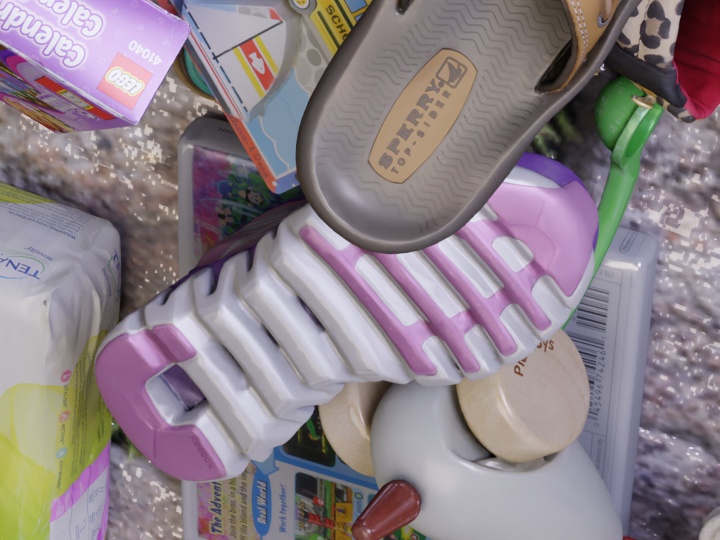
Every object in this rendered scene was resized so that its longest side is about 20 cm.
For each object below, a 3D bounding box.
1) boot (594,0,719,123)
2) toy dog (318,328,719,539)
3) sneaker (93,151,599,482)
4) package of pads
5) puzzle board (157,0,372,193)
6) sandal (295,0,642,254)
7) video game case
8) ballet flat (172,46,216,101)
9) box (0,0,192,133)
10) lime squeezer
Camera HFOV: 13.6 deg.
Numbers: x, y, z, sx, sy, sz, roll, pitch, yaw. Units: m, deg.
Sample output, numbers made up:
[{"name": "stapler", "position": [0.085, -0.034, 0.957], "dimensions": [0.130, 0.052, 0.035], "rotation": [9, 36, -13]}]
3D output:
[{"name": "boot", "position": [0.049, -0.089, 0.943], "dimensions": [0.150, 0.073, 0.201], "rotation": [30, 137, 23]}, {"name": "toy dog", "position": [0.061, 0.105, 1.068], "dimensions": [0.200, 0.096, 0.132], "rotation": [39, 144, -4]}, {"name": "sneaker", "position": [0.000, 0.000, 1.034], "dimensions": [0.199, 0.089, 0.081], "rotation": [-24, 107, 35]}, {"name": "package of pads", "position": [-0.174, 0.050, 1.203], "dimensions": [0.154, 0.068, 0.201], "rotation": [18, 130, 15]}, {"name": "puzzle board", "position": [-0.031, -0.130, 0.914], "dimensions": [0.150, 0.017, 0.201], "rotation": [-24, 99, 44]}, {"name": "sandal", "position": [0.038, -0.086, 0.841], "dimensions": [0.081, 0.055, 0.201], "rotation": [34, 112, 1]}, {"name": "video game case", "position": [0.017, 0.049, 1.136], "dimensions": [0.181, 0.024, 0.201], "rotation": [16, 130, 17]}, {"name": "ballet flat", "position": [-0.037, -0.151, 0.991], "dimensions": [0.068, 0.063, 0.201], "rotation": [8, 125, -6]}, {"name": "box", "position": [-0.137, -0.096, 1.002], "dimensions": [0.136, 0.039, 0.200], "rotation": [31, 175, -11]}, {"name": "lime squeezer", "position": [0.076, -0.067, 1.001], "dimensions": [0.070, 0.038, 0.201], "rotation": [-6, 114, 14]}]
